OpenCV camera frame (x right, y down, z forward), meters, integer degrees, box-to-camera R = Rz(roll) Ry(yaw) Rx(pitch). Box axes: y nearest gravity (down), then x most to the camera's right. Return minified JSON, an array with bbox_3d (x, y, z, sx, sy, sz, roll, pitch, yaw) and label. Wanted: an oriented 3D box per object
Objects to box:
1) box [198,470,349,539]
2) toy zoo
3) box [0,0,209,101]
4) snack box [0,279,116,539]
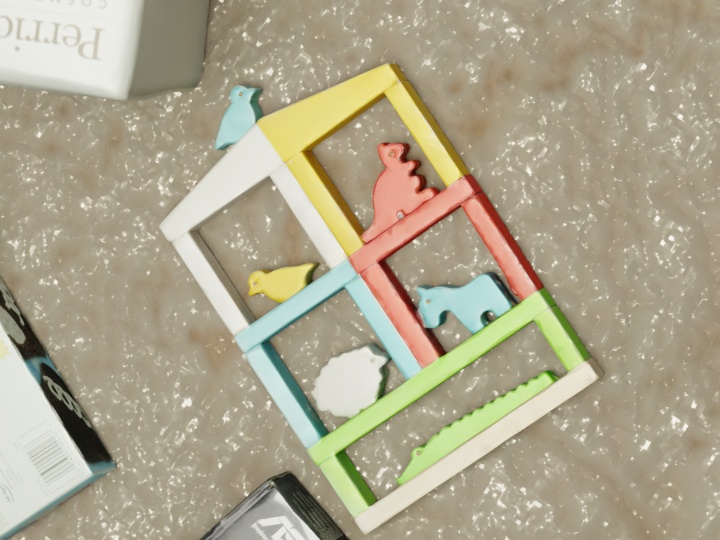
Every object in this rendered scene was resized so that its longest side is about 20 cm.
[{"bbox_3d":[-0.030,0.217,1.295,0.161,0.049,0.200,-41,83,9],"label":"box"},{"bbox_3d":[0.000,0.000,1.290,0.131,0.020,0.200,-34,86,12],"label":"toy zoo"},{"bbox_3d":[-0.167,-0.168,1.219,0.199,0.200,0.172,8,97,4],"label":"box"},{"bbox_3d":[-0.215,0.039,1.333,0.116,0.037,0.200,-33,85,13],"label":"snack box"}]
